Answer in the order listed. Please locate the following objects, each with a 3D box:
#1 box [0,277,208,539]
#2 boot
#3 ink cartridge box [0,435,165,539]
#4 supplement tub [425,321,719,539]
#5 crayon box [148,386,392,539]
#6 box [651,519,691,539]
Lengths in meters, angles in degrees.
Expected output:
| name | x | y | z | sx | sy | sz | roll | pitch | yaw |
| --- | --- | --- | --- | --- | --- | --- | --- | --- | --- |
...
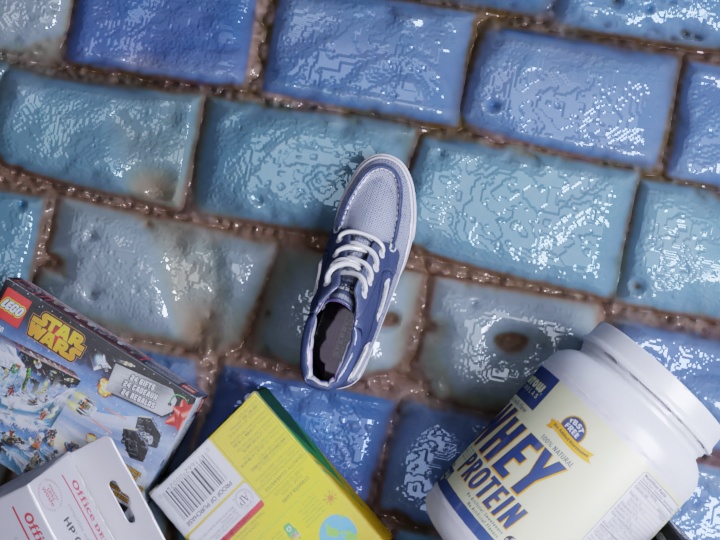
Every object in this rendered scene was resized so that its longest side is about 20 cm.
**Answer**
| name | x | y | z | sx | sy | sz | roll | pitch | yaw |
| --- | --- | --- | --- | --- | --- | --- | --- | --- | --- |
| box | -0.248 | 0.116 | 0.801 | 0.198 | 0.040 | 0.139 | 31 | 91 | 6 |
| boot | 0.000 | 0.000 | 0.759 | 0.071 | 0.090 | 0.205 | 12 | 88 | 5 |
| ink cartridge box | -0.267 | 0.230 | 0.754 | 0.197 | 0.068 | 0.117 | -28 | 94 | 17 |
| supplement tub | 0.162 | 0.155 | 0.711 | 0.145 | 0.145 | 0.200 | 43 | 91 | 5 |
| crayon box | -0.063 | 0.216 | 0.774 | 0.127 | 0.051 | 0.201 | -42 | 84 | 2 |
| box | 0.267 | 0.261 | 0.669 | 0.158 | 0.200 | 0.050 | 45 | 95 | 6 |
